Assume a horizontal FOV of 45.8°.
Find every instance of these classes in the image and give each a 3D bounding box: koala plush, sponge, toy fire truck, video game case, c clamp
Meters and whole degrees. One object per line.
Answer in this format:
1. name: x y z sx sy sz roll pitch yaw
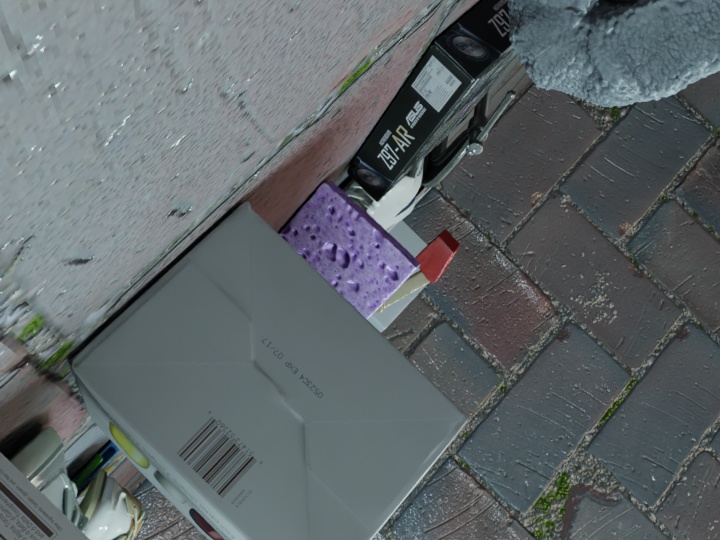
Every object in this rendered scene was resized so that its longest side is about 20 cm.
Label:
1. koala plush: 0.213 -0.214 0.594 0.200 0.178 0.184 -37 -178 -43
2. sponge: -0.053 0.028 0.772 0.200 0.112 0.030 -47 180 17
3. toy fire truck: 0.000 0.000 0.982 0.200 0.141 0.049 -47 179 20
4. video game case: -0.325 0.251 1.008 0.200 0.018 0.143 -45 179 -21
5. c clamp: 0.120 -0.171 0.919 0.171 0.027 0.200 -52 -163 38

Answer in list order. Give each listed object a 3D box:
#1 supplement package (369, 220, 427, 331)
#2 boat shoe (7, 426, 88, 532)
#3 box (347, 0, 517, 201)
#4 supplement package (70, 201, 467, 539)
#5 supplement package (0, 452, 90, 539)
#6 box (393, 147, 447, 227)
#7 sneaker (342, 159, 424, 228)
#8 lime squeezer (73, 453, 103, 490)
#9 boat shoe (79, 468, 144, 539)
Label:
1. supplement package: 0.001 0.017 1.325 0.152 0.151 0.200 -45 179 -26
2. boat shoe: -0.215 0.163 0.576 0.070 0.072 0.201 -45 179 -32
3. box: 0.082 -0.163 0.751 0.160 0.044 0.200 -46 179 -31
4. supplement package: -0.071 0.098 0.575 0.147 0.191 0.200 -45 178 -22
5. supplement package: -0.179 0.213 0.426 0.156 0.200 0.111 -47 178 42
6. box: 0.028 -0.085 1.070 0.200 0.060 0.117 -46 178 2
7. sneaker: 0.001 -0.066 0.871 0.200 0.076 0.081 -51 171 -40
8. lime squeezer: -0.339 0.264 0.873 0.200 0.038 0.071 -47 -150 -23
9. boat shoe: -0.264 0.259 0.906 0.075 0.068 0.200 -65 -171 -17
